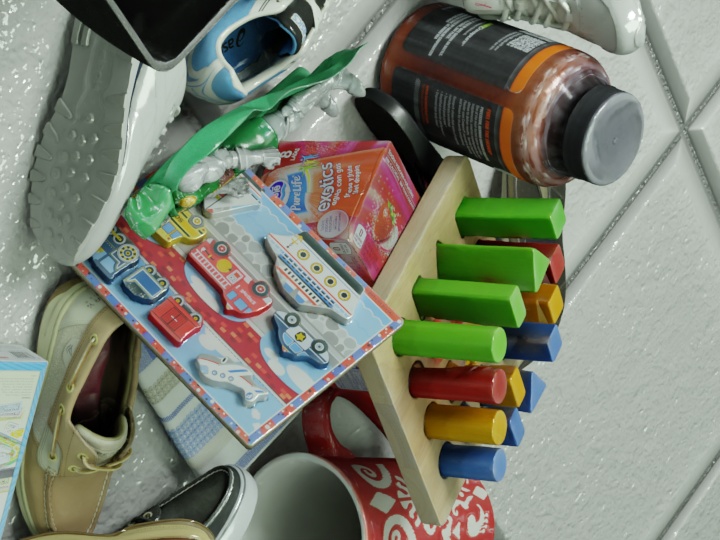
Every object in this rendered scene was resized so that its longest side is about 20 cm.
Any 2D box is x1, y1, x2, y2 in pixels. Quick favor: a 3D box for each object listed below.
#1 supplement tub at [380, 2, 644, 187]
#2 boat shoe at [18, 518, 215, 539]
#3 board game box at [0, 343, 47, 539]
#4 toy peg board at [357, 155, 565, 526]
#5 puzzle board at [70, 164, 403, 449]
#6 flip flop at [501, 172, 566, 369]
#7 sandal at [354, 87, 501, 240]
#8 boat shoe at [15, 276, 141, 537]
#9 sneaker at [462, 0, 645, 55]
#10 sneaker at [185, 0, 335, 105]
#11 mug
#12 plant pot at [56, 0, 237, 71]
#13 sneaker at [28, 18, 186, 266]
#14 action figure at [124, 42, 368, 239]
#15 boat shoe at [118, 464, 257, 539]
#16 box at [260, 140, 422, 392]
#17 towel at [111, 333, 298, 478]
[{"bbox_3d":[0.115,-0.127,1.507,0.106,0.199,0.108,-24,126,-37],"label":"supplement tub"},{"bbox_3d":[-0.193,0.226,1.397,0.198,0.068,0.073,-10,120,-10],"label":"boat shoe"},{"bbox_3d":[-0.304,0.114,1.297,0.199,0.034,0.136,5,105,-49],"label":"board game box"},{"bbox_3d":[0.097,0.054,1.487,0.201,0.097,0.200,-60,141,-39],"label":"toy peg board"},{"bbox_3d":[-0.089,0.008,1.366,0.150,0.200,0.017,-37,163,-29],"label":"puzzle board"},{"bbox_3d":[0.130,-0.012,1.703,0.081,0.057,0.202,-1,95,-42],"label":"flip flop"},{"bbox_3d":[0.046,-0.064,1.568,0.045,0.075,0.200,-52,131,-14],"label":"sandal"},{"bbox_3d":[-0.192,0.108,1.392,0.074,0.066,0.202,-15,121,-43],"label":"boat shoe"},{"bbox_3d":[0.128,-0.207,1.494,0.099,0.200,0.078,-29,135,-22],"label":"sneaker"},{"bbox_3d":[-0.045,-0.187,1.400,0.200,0.072,0.072,-48,136,-21],"label":"sneaker"},{"bbox_3d":[0.019,0.192,1.624,0.199,0.133,0.179,4,108,-52],"label":"mug"},{"bbox_3d":[-0.146,-0.262,1.153,0.200,0.177,0.200,-48,127,-18],"label":"plant pot"},{"bbox_3d":[-0.157,-0.097,1.327,0.080,0.076,0.202,6,106,-59],"label":"sneaker"},{"bbox_3d":[-0.084,-0.081,1.360,0.200,0.118,0.055,-37,92,-31],"label":"action figure"},{"bbox_3d":[-0.158,0.214,1.476,0.200,0.069,0.057,-45,132,-10],"label":"boat shoe"},{"bbox_3d":[0.000,0.000,1.507,0.201,0.099,0.096,60,43,-45],"label":"box"},{"bbox_3d":[-0.102,0.062,1.504,0.147,0.024,0.201,-47,137,-21],"label":"towel"}]
